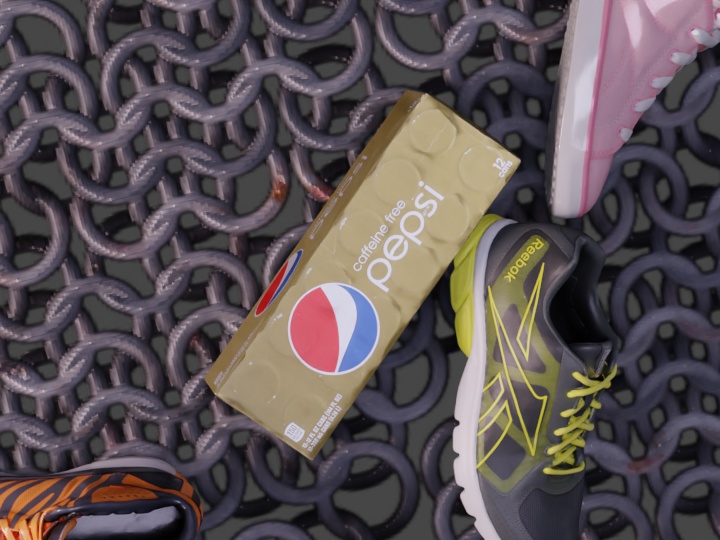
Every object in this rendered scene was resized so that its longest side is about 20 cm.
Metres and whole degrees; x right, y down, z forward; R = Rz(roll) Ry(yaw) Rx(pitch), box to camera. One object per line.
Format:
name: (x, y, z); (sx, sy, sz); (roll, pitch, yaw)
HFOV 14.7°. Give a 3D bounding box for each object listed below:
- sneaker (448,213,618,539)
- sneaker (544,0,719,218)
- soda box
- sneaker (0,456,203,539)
sneaker: (0.099, 0.068, 1.522); (0.074, 0.084, 0.201); (-14, 98, -49)
sneaker: (0.162, -0.121, 1.531); (0.104, 0.075, 0.201); (11, 89, -3)
soda box: (0.000, 0.000, 1.525); (0.068, 0.064, 0.200); (35, 89, -10)
sneaker: (-0.182, 0.144, 1.487); (0.199, 0.112, 0.078); (-15, 96, -6)
